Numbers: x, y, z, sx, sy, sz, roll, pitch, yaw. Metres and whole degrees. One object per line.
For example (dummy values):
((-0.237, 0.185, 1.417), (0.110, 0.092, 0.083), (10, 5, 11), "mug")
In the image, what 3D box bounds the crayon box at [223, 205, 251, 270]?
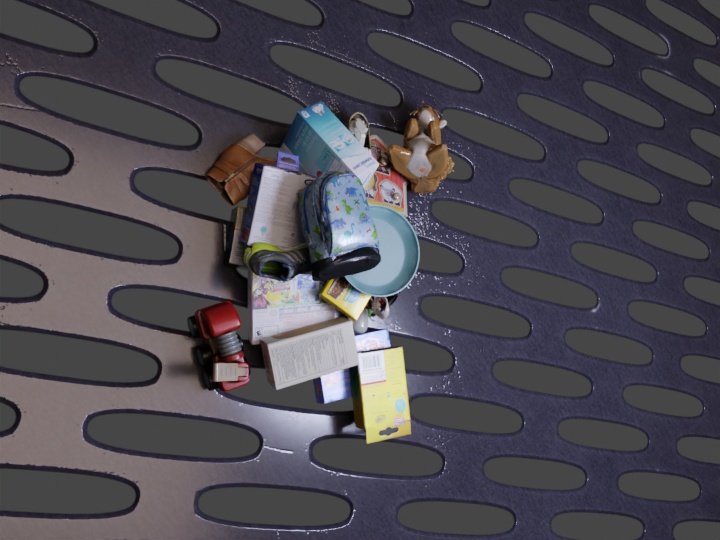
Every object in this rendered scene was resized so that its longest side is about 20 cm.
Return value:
((-0.198, -0.056, 1.607), (0.197, 0.051, 0.128), (13, 79, -26), "crayon box")

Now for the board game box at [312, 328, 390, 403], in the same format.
((-0.018, 0.220, 1.678), (0.197, 0.045, 0.137), (-9, 89, -29), "board game box")

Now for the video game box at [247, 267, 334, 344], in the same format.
((-0.151, 0.060, 1.585), (0.196, 0.047, 0.186), (-4, 107, -24), "video game box")

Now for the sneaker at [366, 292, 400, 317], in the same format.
((0.080, 0.034, 1.731), (0.077, 0.083, 0.201), (43, 66, -18), "sneaker")

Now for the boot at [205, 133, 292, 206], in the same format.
((-0.228, -0.192, 1.582), (0.199, 0.074, 0.155), (38, 60, 5), "boot")

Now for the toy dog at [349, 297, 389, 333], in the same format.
((-0.018, 0.035, 1.660), (0.095, 0.131, 0.203), (7, 61, -37), "toy dog")

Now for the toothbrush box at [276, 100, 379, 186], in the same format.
((-0.074, -0.247, 1.602), (0.200, 0.147, 0.085), (48, 49, 6), "toothbrush box")

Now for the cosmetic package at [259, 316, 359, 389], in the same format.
((-0.110, 0.177, 1.564), (0.197, 0.071, 0.107), (-13, 100, -21), "cosmetic package")

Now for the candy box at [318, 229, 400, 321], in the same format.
((0.000, 0.000, 1.598), (0.102, 0.026, 0.202), (36, 72, -16), "candy box")

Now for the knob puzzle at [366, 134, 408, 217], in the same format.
((0.044, -0.241, 1.751), (0.217, 0.030, 0.224), (14, 65, -33), "knob puzzle")

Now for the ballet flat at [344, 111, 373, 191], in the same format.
((-0.001, -0.285, 1.690), (0.070, 0.071, 0.203), (6, 61, -28), "ballet flat")

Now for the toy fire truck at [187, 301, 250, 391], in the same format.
((-0.278, 0.159, 1.454), (0.127, 0.199, 0.179), (-17, 92, -29), "toy fire truck")

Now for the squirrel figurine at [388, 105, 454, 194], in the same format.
((0.161, -0.304, 1.800), (0.201, 0.139, 0.189), (68, 23, -47), "squirrel figurine")

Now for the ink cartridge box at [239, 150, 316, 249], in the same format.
((-0.168, -0.146, 1.530), (0.134, 0.076, 0.204), (10, 100, -28), "ink cartridge box")

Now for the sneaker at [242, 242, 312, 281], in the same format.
((-0.142, -0.009, 1.495), (0.196, 0.081, 0.075), (-2, 121, -22), "sneaker")

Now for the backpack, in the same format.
((-0.047, -0.101, 1.478), (0.161, 0.154, 0.203), (-9, 67, -32), "backpack")

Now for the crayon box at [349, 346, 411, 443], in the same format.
((0.044, 0.283, 1.651), (0.125, 0.051, 0.204), (-4, 86, -29), "crayon box")

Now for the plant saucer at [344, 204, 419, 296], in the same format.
((0.034, -0.042, 1.582), (0.196, 0.036, 0.204), (3, 81, -20), "plant saucer")
